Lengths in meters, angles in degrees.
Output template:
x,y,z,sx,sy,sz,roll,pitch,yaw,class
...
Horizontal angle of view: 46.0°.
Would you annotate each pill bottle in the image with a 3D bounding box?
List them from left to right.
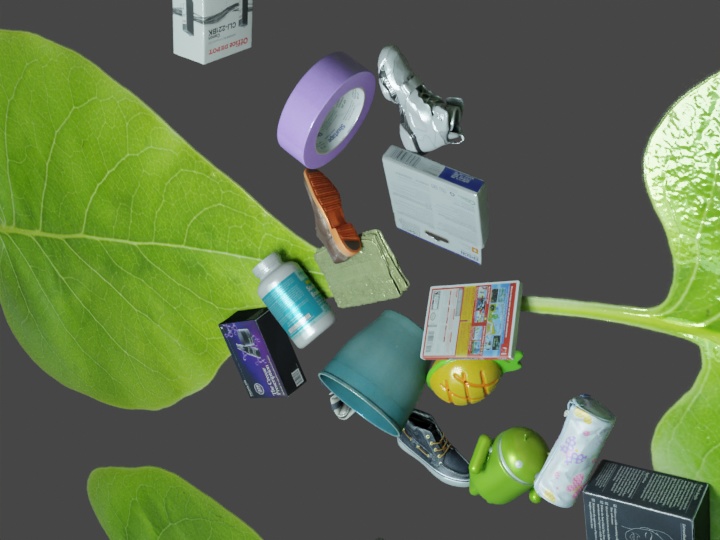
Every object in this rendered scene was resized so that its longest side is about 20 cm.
x,y,z,sx,sy,sz,roll,pitch,yaw,class
-0.148,0.059,1.832,0.201,0.111,0.111,52,134,1,pill bottle

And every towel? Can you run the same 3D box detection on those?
x,y,z,sx,sy,sz,roll,pitch,yaw,class
0.000,0.000,1.734,0.198,0.036,0.150,-17,104,42,towel

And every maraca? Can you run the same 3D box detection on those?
x,y,z,sx,sy,sz,roll,pitch,yaw,class
0.216,0.190,1.621,0.199,0.108,0.136,-33,135,32,maraca

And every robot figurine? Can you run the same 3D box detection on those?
x,y,z,sx,sy,sz,roll,pitch,yaw,class
0.292,0.381,1.663,0.174,0.117,0.200,29,134,-14,robot figurine

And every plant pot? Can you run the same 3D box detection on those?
x,y,z,sx,sy,sz,roll,pitch,yaw,class
0.049,0.190,1.674,0.199,0.189,0.200,34,164,11,plant pot

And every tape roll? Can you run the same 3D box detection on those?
x,y,z,sx,sy,sz,roll,pitch,yaw,class
-0.059,-0.282,1.504,0.065,0.200,0.202,38,132,15,tape roll

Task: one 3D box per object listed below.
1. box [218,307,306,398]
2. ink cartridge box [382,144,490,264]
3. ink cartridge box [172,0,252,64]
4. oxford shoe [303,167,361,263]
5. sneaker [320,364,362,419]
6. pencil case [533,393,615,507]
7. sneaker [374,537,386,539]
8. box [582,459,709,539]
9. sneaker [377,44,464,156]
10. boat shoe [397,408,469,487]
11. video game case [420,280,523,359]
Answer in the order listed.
x,y,z,sx,sy,sz,roll,pitch,yaw,class
-0.231,0.195,2.002,0.140,0.079,0.203,-8,109,44,box
0.140,-0.117,1.532,0.198,0.041,0.201,25,153,25,ink cartridge box
-0.275,-0.506,1.586,0.083,0.144,0.202,25,128,24,ink cartridge box
-0.073,-0.108,1.686,0.073,0.071,0.202,-35,73,42,oxford shoe
-0.043,0.257,1.840,0.200,0.146,0.078,-12,109,43,sneaker
0.386,0.328,1.538,0.083,0.089,0.203,49,125,58,pencil case
0.015,0.746,2.114,0.078,0.085,0.202,35,132,17,sneaker
0.516,0.451,1.531,0.198,0.107,0.151,8,119,36,box
0.109,-0.297,1.453,0.114,0.075,0.202,-4,117,39,sneaker
0.163,0.373,1.791,0.199,0.071,0.092,28,133,26,boat shoe
0.204,0.094,1.573,0.198,0.017,0.145,-5,67,40,video game case
